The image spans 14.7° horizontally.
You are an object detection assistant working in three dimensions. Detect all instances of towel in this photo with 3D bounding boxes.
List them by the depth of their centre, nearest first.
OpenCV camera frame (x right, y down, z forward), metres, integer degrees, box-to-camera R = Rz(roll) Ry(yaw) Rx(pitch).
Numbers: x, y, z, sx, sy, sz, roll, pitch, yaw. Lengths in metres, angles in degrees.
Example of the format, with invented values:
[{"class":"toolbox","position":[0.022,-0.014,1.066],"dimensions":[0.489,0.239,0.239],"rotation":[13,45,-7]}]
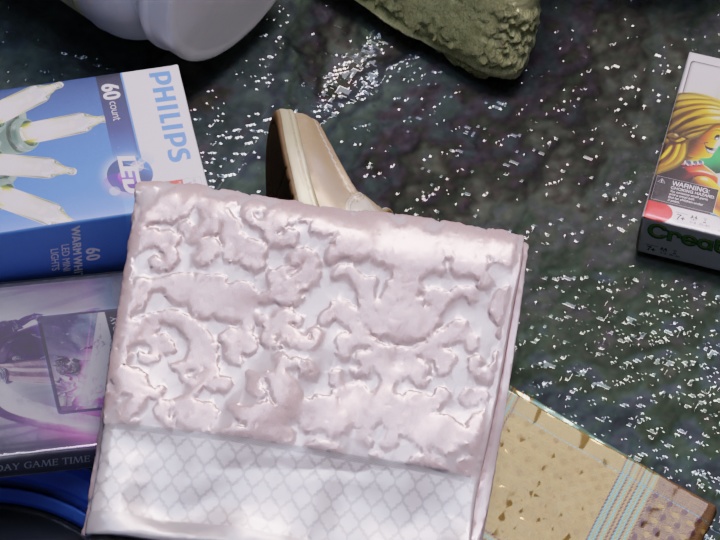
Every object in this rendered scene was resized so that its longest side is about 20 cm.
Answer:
[{"class":"towel","position":[-0.027,0.057,1.367],"dimensions":[0.199,0.032,0.192],"rotation":[9,71,0]},{"class":"towel","position":[0.056,0.128,1.373],"dimensions":[0.199,0.022,0.147],"rotation":[29,74,8]},{"class":"towel","position":[0.031,-0.211,1.592],"dimensions":[0.200,0.149,0.036],"rotation":[32,32,21]}]

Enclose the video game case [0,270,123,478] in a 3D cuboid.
[{"class":"video game case","position":[-0.168,0.053,1.424],"dimensions":[0.199,0.019,0.143],"rotation":[-5,37,-13]}]

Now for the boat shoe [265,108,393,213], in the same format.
[{"class":"boat shoe","position":[0.000,0.000,1.473],"dimensions":[0.065,0.072,0.201],"rotation":[-12,60,-16]}]

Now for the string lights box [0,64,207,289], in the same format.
[{"class":"string lights box","position":[-0.186,-0.042,1.501],"dimensions":[0.199,0.059,0.103],"rotation":[-9,52,-10]}]

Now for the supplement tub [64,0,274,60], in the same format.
[{"class":"supplement tub","position":[-0.141,-0.221,1.576],"dimensions":[0.200,0.145,0.145],"rotation":[35,59,21]}]

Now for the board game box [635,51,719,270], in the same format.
[{"class":"board game box","position":[0.262,-0.043,1.536],"dimensions":[0.199,0.035,0.127],"rotation":[14,53,8]}]

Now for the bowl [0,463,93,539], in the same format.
[{"class":"bowl","position":[-0.186,0.176,1.348],"dimensions":[0.199,0.039,0.201],"rotation":[1,53,-2]}]
